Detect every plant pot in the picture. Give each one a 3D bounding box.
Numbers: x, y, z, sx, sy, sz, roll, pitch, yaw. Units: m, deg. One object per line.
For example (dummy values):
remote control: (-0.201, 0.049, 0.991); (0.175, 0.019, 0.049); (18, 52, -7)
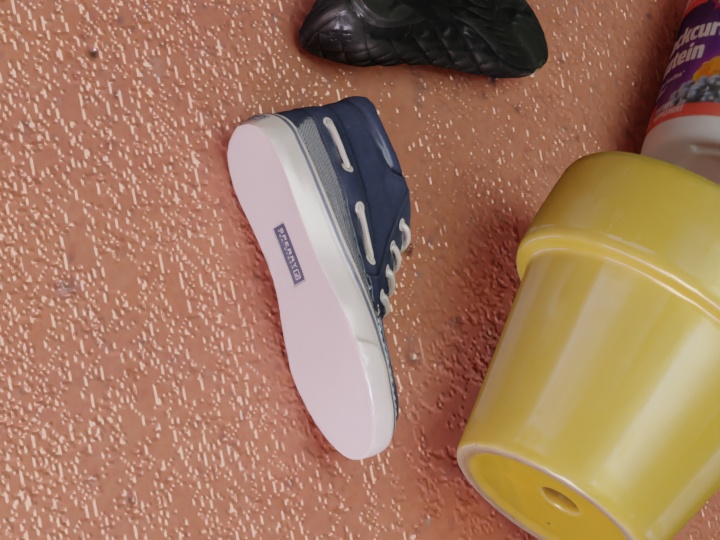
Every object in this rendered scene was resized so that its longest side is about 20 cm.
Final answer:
plant pot: (0.158, 0.065, 1.694); (0.201, 0.200, 0.189); (43, 69, -25)

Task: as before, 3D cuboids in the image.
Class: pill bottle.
pill bottle: (0.256, -0.134, 1.878); (0.111, 0.111, 0.201); (38, 56, -29)

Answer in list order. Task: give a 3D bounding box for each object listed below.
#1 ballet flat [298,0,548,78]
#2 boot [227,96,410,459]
ballet flat: (0.042, -0.148, 1.741); (0.199, 0.057, 0.067); (6, 63, -47)
boot: (0.000, 0.000, 1.637); (0.090, 0.073, 0.201); (-17, 90, -37)
